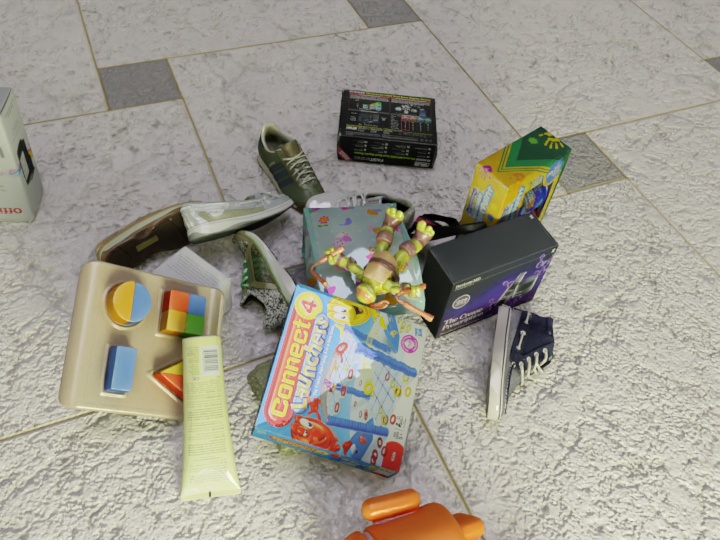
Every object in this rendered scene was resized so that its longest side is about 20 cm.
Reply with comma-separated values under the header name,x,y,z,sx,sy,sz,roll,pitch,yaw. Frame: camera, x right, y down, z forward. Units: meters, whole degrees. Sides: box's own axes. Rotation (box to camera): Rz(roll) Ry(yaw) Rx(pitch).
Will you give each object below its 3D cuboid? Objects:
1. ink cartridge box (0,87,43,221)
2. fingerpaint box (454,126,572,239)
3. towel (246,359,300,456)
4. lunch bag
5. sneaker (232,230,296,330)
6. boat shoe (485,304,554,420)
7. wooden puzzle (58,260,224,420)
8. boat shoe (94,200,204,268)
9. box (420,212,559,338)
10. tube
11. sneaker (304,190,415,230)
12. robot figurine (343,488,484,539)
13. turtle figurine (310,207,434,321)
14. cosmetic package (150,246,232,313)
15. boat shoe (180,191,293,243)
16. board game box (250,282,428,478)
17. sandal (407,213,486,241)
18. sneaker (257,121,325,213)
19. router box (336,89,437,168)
name,x,y,z,sx,sy,sz,roll,pitch,yaw
ink cartridge box,-0.609,-0.182,1.069,0.142,0.203,0.084,-1,46,-8
fingerpaint box,0.248,-0.112,1.118,0.165,0.202,0.073,-30,59,-30
towel,-0.048,0.169,0.949,0.196,0.037,0.150,-18,55,-22
lunch bag,0.000,0.000,1.044,0.166,0.123,0.203,-5,48,-13
sneaker,-0.163,0.014,1.051,0.088,0.077,0.200,-35,55,-11
boat shoe,0.237,0.135,0.987,0.091,0.076,0.202,9,48,11
wooden puzzle,-0.276,0.094,0.884,0.197,0.046,0.190,14,70,-32
boat shoe,-0.340,-0.069,1.099,0.198,0.073,0.076,-27,41,-29
box,0.193,0.008,1.048,0.196,0.143,0.079,-19,53,-21
tube,-0.200,0.188,0.867,0.057,0.052,0.205,-12,79,30
sneaker,0.002,-0.110,1.150,0.195,0.087,0.076,0,77,-6
robot figurine,0.052,0.341,0.762,0.196,0.147,0.117,-13,29,-18
turtle figurine,0.041,-0.003,0.946,0.197,0.065,0.162,20,59,27
cosmetic package,-0.290,0.068,0.980,0.100,0.072,0.200,32,53,18
boat shoe,-0.200,-0.100,1.114,0.199,0.074,0.066,-21,88,-33
board game box,-0.024,0.144,0.893,0.192,0.056,0.204,18,65,-8
sandal,0.125,-0.074,1.101,0.074,0.198,0.046,-15,94,-37
sneaker,-0.126,-0.189,1.209,0.066,0.091,0.200,-26,57,-28
router box,0.053,-0.282,1.330,0.195,0.063,0.152,6,50,-2
